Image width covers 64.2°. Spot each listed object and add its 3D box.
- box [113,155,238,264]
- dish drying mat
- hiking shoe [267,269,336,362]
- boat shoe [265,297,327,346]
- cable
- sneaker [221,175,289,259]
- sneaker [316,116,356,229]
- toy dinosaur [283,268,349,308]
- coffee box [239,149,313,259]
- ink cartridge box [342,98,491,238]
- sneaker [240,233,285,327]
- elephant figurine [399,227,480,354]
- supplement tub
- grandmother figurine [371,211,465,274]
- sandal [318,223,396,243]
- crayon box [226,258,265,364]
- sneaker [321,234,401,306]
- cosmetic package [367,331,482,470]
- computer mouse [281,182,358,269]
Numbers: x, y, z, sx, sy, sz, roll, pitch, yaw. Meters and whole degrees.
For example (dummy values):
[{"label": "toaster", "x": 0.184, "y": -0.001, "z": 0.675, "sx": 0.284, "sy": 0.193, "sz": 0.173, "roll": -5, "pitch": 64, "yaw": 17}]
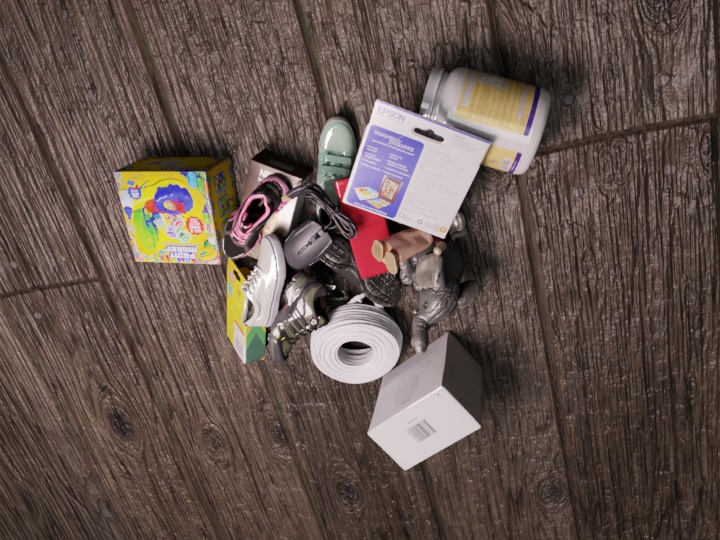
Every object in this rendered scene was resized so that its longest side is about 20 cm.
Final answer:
[{"label": "box", "x": -0.366, "y": -0.126, "z": 1.183, "sx": 0.198, "sy": 0.122, "sz": 0.194, "roll": 1, "pitch": 115, "yaw": 13}, {"label": "dish drying mat", "x": 0.012, "y": -0.083, "z": 1.072, "sx": 0.076, "sy": 0.018, "sz": 0.202, "roll": -15, "pitch": 115, "yaw": 1}, {"label": "hiking shoe", "x": -0.118, "y": 0.105, "z": 1.155, "sx": 0.100, "sy": 0.076, "sz": 0.202, "roll": 22, "pitch": 106, "yaw": 9}, {"label": "boat shoe", "x": -0.147, "y": 0.113, "z": 1.243, "sx": 0.076, "sy": 0.072, "sz": 0.200, "roll": 40, "pitch": 131, "yaw": -19}, {"label": "cable", "x": -0.007, "y": 0.159, "z": 1.228, "sx": 0.199, "sy": 0.070, "sz": 0.200, "roll": -28, "pitch": 124, "yaw": 20}, {"label": "sneaker", "x": -0.215, "y": -0.090, "z": 1.087, "sx": 0.079, "sy": 0.096, "sz": 0.200, "roll": 37, "pitch": 119, "yaw": -6}, {"label": "sneaker", "x": -0.044, "y": -0.177, "z": 1.075, "sx": 0.073, "sy": 0.119, "sz": 0.202, "roll": 3, "pitch": 119, "yaw": -7}, {"label": "toy dinosaur", "x": -0.065, "y": 0.053, "z": 1.233, "sx": 0.199, "sy": 0.048, "sz": 0.088, "roll": 30, "pitch": 132, "yaw": -1}, {"label": "coffee box", "x": -0.180, "y": -0.124, "z": 1.160, "sx": 0.113, "sy": 0.080, "sz": 0.201, "roll": 20, "pitch": 117, "yaw": 4}, {"label": "ink cartridge box", "x": 0.090, "y": -0.170, "z": 0.965, "sx": 0.196, "sy": 0.047, "sz": 0.201, "roll": 20, "pitch": 126, "yaw": -3}, {"label": "sneaker", "x": -0.194, "y": 0.027, "z": 1.123, "sx": 0.073, "sy": 0.070, "sz": 0.202, "roll": 33, "pitch": 123, "yaw": 45}, {"label": "elephant figurine", "x": 0.151, "y": 0.034, "z": 1.074, "sx": 0.140, "sy": 0.201, "sz": 0.156, "roll": -4, "pitch": 121, "yaw": -6}, {"label": "supplement tub", "x": 0.202, "y": -0.256, "z": 0.969, "sx": 0.198, "sy": 0.146, "sz": 0.147, "roll": 17, "pitch": 117, "yaw": 6}, {"label": "grandmother figurine", "x": 0.115, "y": -0.066, "z": 1.065, "sx": 0.121, "sy": 0.199, "sz": 0.061, "roll": 50, "pitch": 149, "yaw": 25}, {"label": "sandal", "x": -0.001, "y": -0.078, "z": 1.151, "sx": 0.198, "sy": 0.054, "sz": 0.080, "roll": 11, "pitch": 160, "yaw": 21}, {"label": "crayon box", "x": -0.248, "y": 0.082, "z": 1.247, "sx": 0.050, "sy": 0.127, "sz": 0.202, "roll": -9, "pitch": 120, "yaw": -28}, {"label": "sneaker", "x": 0.000, "y": 0.000, "z": 1.165, "sx": 0.200, "sy": 0.091, "sz": 0.076, "roll": 40, "pitch": 84, "yaw": -1}, {"label": "cosmetic package", "x": 0.140, "y": 0.267, "z": 1.192, "sx": 0.199, "sy": 0.200, "sz": 0.123, "roll": -38, "pitch": 103, "yaw": 26}, {"label": "computer mouse", "x": -0.112, "y": -0.074, "z": 1.069, "sx": 0.199, "sy": 0.046, "sz": 0.141, "roll": -28, "pitch": 109, "yaw": 41}]
